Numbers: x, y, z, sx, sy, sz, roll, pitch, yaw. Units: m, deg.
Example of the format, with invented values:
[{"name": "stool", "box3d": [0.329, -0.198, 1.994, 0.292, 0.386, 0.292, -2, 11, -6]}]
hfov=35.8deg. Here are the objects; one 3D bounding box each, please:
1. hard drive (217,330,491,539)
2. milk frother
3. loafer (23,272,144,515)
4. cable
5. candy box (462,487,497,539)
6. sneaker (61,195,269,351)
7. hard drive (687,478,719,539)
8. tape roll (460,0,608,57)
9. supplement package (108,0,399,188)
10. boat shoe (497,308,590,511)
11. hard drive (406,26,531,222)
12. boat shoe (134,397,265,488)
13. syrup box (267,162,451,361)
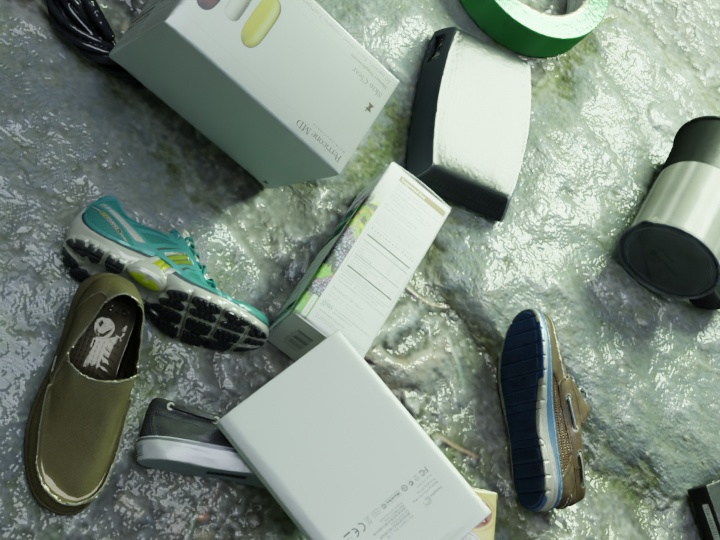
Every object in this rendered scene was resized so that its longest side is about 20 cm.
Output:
[{"name": "hard drive", "box3d": [-0.005, 0.165, 0.923, 0.132, 0.026, 0.200, -36, 77, -21]}, {"name": "milk frother", "box3d": [0.425, -0.065, 1.240, 0.180, 0.200, 0.188, 42, 58, -12]}, {"name": "loafer", "box3d": [-0.222, 0.098, 0.900, 0.076, 0.067, 0.201, 12, 81, -22]}, {"name": "cable", "box3d": [-0.223, -0.269, 1.067, 0.163, 0.051, 0.201, -1, 73, -30]}, {"name": "candy box", "box3d": [0.067, 0.296, 0.959, 0.055, 0.115, 0.201, 13, 65, -10]}, {"name": "sneaker", "box3d": [-0.162, 0.002, 0.984, 0.200, 0.077, 0.080, 33, 50, -12]}, {"name": "hard drive", "box3d": [0.459, 0.281, 1.219, 0.199, 0.038, 0.140, -11, 76, -30]}, {"name": "tape roll", "box3d": [0.202, -0.353, 1.324, 0.200, 0.048, 0.201, 10, 67, -25]}, {"name": "supplement package", "box3d": [-0.098, -0.182, 1.004, 0.200, 0.156, 0.111, 39, 71, -23]}, {"name": "boat shoe", "box3d": [0.188, 0.139, 1.120, 0.072, 0.072, 0.201, 5, 79, -31]}, {"name": "hard drive", "box3d": [0.124, -0.165, 1.213, 0.134, 0.042, 0.201, 21, 63, -19]}, {"name": "boat shoe", "box3d": [-0.094, 0.150, 0.968, 0.199, 0.070, 0.067, 11, 68, -15]}, {"name": "syrup box", "box3d": [0.000, 0.000, 1.063, 0.081, 0.079, 0.200, 37, 59, -10]}]
